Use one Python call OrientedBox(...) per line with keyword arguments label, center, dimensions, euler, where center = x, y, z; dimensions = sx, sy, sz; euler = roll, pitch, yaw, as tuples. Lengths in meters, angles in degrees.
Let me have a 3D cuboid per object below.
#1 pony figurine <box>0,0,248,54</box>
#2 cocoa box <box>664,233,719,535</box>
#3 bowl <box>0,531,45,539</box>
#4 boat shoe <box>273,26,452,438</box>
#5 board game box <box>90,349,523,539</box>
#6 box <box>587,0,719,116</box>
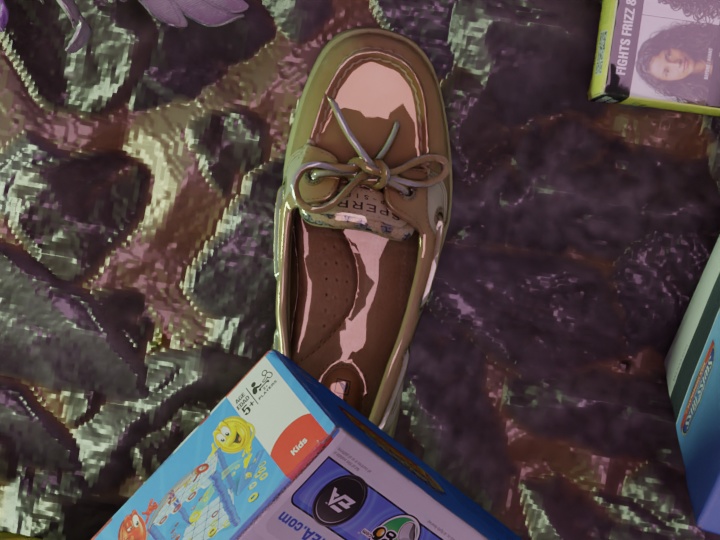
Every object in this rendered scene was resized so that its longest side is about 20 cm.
OrientedBox(label="pony figurine", center=(-0.158, -0.147, 0.724), dimensions=(0.200, 0.167, 0.193), euler=(-33, 87, 17))
OrientedBox(label="cocoa box", center=(0.213, 0.003, 0.703), dimensions=(0.133, 0.131, 0.200), euler=(17, 116, -5))
OrientedBox(label="bowl", center=(-0.188, 0.189, 0.747), dimensions=(0.108, 0.200, 0.201), euler=(13, 96, 41))
OrientedBox(label="boat shoe", center=(0.000, 0.000, 0.768), dimensions=(0.073, 0.063, 0.200), euler=(4, 94, -1))
OrientedBox(label="board game box", center=(-0.032, 0.157, 0.729), dimensions=(0.196, 0.056, 0.200), euler=(-46, 133, 3))
OrientedBox(label="box", center=(0.198, -0.092, 0.770), dimensions=(0.200, 0.050, 0.075), euler=(9, 94, -2))
